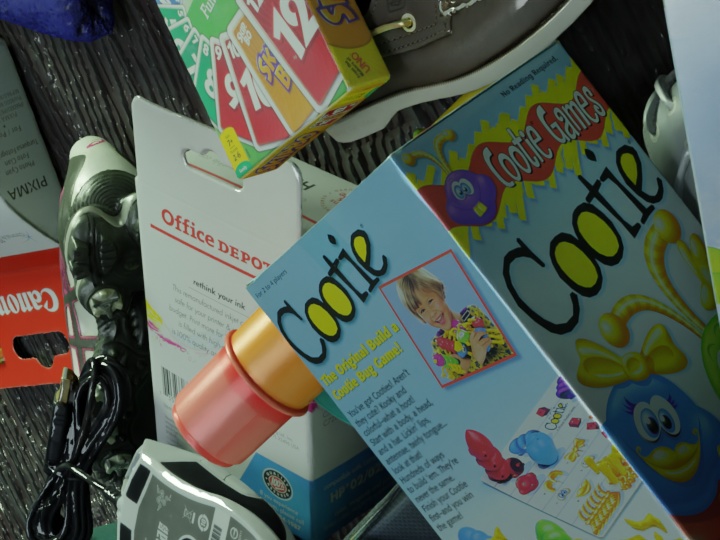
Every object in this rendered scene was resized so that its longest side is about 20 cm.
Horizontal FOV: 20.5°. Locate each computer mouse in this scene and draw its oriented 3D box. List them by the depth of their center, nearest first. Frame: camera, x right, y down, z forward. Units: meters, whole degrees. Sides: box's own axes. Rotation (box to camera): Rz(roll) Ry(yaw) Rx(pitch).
[{"bbox_3d":[-0.087,0.121,0.948,0.200,0.044,0.110,29,111,41],"label":"computer mouse"}]

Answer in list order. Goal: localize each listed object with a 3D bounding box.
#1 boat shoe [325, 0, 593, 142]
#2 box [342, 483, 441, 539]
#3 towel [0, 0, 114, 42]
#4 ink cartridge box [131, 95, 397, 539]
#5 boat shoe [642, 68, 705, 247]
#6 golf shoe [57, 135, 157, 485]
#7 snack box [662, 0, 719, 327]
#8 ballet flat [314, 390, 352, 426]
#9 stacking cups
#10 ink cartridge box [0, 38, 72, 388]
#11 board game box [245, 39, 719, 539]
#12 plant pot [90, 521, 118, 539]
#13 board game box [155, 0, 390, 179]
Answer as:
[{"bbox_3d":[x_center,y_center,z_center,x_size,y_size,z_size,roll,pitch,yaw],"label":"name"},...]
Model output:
[{"bbox_3d":[0.027,-0.107,0.775,0.059,0.072,0.200,41,150,-18],"label":"boat shoe"},{"bbox_3d":[0.062,0.160,0.867,0.158,0.051,0.200,38,146,0],"label":"box"},{"bbox_3d":[-0.202,-0.204,1.004,0.200,0.049,0.148,24,135,37],"label":"towel"},{"bbox_3d":[-0.042,0.013,0.933,0.115,0.068,0.201,25,129,37],"label":"ink cartridge box"},{"bbox_3d":[0.134,-0.041,0.712,0.068,0.072,0.201,18,135,35],"label":"boat shoe"},{"bbox_3d":[-0.120,0.024,1.041,0.088,0.077,0.201,-118,24,-47],"label":"golf shoe"},{"bbox_3d":[0.181,-0.066,0.590,0.168,0.068,0.201,-7,111,20],"label":"snack box"},{"bbox_3d":[0.068,0.052,0.835,0.199,0.069,0.070,14,122,34],"label":"ballet flat"},{"bbox_3d":[0.000,0.000,0.812,0.200,0.060,0.061,-42,78,19],"label":"stacking cups"},{"bbox_3d":[-0.225,-0.021,1.132,0.160,0.047,0.201,-8,104,49],"label":"ink cartridge box"},{"bbox_3d":[0.075,0.041,0.694,0.200,0.103,0.105,52,139,1],"label":"board game box"},{"bbox_3d":[-0.100,0.224,1.034,0.200,0.200,0.162,15,111,42],"label":"plant pot"},{"bbox_3d":[-0.061,-0.145,0.796,0.095,0.030,0.201,-33,78,54],"label":"board game box"}]
